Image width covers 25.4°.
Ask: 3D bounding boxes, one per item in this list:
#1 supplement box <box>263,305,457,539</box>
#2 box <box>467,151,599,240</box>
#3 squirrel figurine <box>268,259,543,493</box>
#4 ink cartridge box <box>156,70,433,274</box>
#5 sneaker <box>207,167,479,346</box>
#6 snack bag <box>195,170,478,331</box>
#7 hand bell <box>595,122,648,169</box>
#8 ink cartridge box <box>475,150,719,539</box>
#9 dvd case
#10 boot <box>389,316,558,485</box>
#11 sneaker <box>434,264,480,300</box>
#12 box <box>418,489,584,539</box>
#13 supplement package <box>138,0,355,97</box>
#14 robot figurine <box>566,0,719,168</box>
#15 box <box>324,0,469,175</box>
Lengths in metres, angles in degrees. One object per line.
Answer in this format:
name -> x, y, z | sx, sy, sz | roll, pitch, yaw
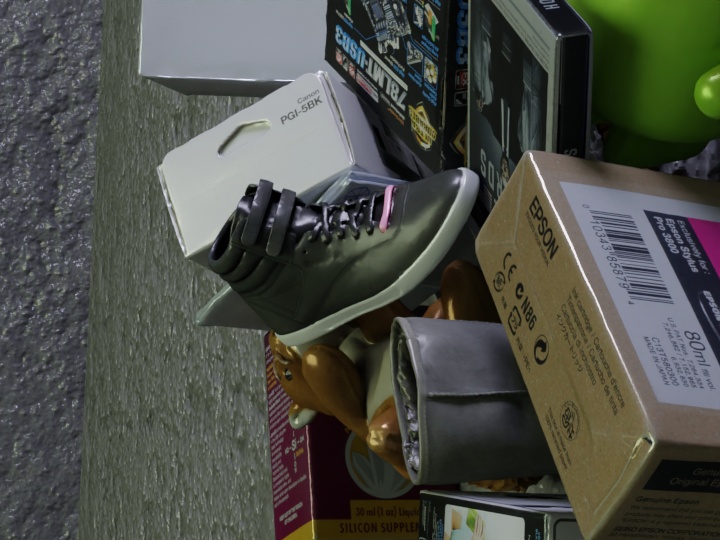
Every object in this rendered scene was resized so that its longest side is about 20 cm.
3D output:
supplement box -> 0.000, 0.135, 1.310 | 0.103, 0.131, 0.201 | 134, 134, -61
box -> 0.135, 0.006, 1.002 | 0.200, 0.082, 0.068 | -111, 31, -46
squirrel figurine -> 0.032, 0.086, 1.113 | 0.186, 0.200, 0.142 | 0, 64, 47
ink cartridge box -> -0.029, -0.045, 1.162 | 0.147, 0.200, 0.083 | -28, 63, 19
sneaker -> -0.020, -0.025, 1.001 | 0.200, 0.099, 0.071 | -32, 31, 39
snack bag -> 0.000, 0.000, 1.147 | 0.200, 0.188, 0.021 | -40, 57, 36
hand bell -> 0.156, -0.082, 0.975 | 0.104, 0.104, 0.200 | 134, 123, -63
ink cartridge box -> 0.163, 0.039, 0.781 | 0.200, 0.164, 0.075 | -108, 33, -44
dvd case -> 0.093, -0.074, 0.906 | 0.150, 0.025, 0.200 | -115, 19, -54
boot -> 0.124, 0.095, 0.834 | 0.073, 0.199, 0.182 | 113, 151, -41
sneaker -> 0.038, -0.035, 1.277 | 0.200, 0.087, 0.075 | -106, 26, -43
box -> 0.122, 0.171, 0.970 | 0.200, 0.116, 0.060 | 168, 105, -72
supplement package -> -0.077, -0.227, 1.382 | 0.200, 0.191, 0.148 | -13, -75, -84
robot figurine -> 0.174, -0.150, 0.846 | 0.176, 0.115, 0.200 | 56, 144, 36
box -> 0.033, -0.191, 1.034 | 0.200, 0.050, 0.199 | -127, 31, -52
